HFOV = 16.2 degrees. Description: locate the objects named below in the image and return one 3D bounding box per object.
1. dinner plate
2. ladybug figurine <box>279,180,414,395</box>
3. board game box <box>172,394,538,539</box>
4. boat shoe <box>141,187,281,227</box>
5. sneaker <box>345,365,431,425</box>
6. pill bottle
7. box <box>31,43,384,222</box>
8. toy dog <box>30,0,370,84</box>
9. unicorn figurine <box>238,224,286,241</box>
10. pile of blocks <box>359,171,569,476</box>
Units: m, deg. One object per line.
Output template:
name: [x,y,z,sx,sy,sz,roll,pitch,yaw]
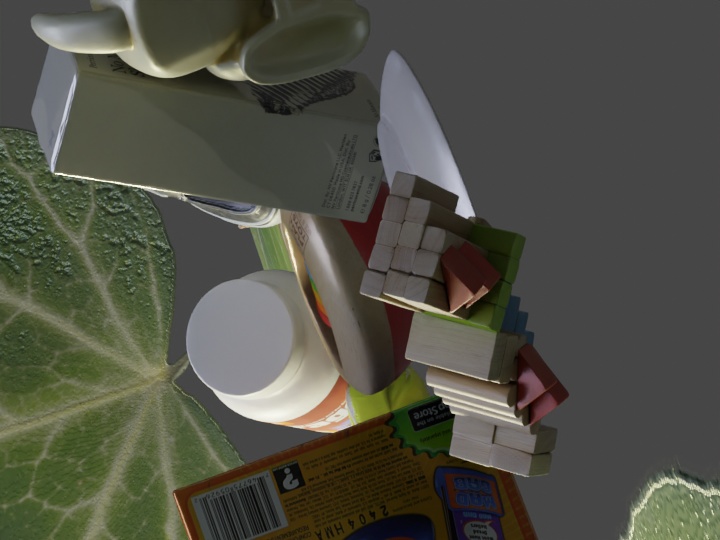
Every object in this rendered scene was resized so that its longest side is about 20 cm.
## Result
dinner plate: [0.042,-0.022,1.385,0.200,0.024,0.201,159,90,-86]
ladybug figurine: [0.000,0.000,1.635,0.200,0.072,0.136,78,168,-61]
board game box: [0.013,0.213,1.599,0.200,0.199,0.200,89,160,-75]
boat shoe: [-0.136,-0.083,1.765,0.200,0.068,0.072,32,123,23]
sneaker: [0.050,0.159,1.822,0.105,0.076,0.200,57,-165,-53]
pill bottle: [-0.051,0.059,1.879,0.200,0.112,0.112,19,-132,-68]
box: [-0.086,-0.088,1.493,0.082,0.199,0.069,-120,43,-56]
toy dog: [-0.109,-0.186,1.472,0.200,0.194,0.140,49,169,54]
unicorn figurine: [-0.019,-0.039,1.793,0.200,0.074,0.138,107,147,-55]
pile of blocks: [0.067,0.028,1.195,0.062,0.082,0.200,14,151,30]
